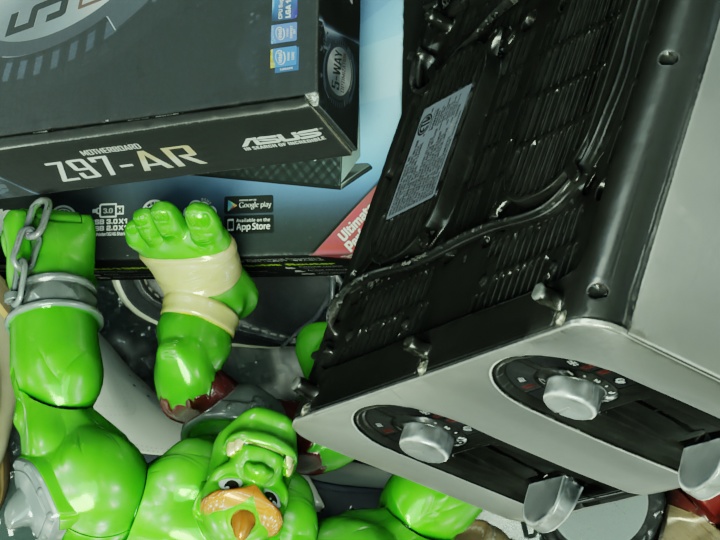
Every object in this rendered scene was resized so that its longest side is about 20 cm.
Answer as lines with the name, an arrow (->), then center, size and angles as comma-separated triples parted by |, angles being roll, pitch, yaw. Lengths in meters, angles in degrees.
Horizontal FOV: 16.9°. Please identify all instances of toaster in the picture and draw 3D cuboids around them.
toaster -> 0.084, -0.025, 0.761 | 0.118, 0.181, 0.201 | 29, 64, -22

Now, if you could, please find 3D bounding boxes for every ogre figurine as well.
ogre figurine -> -0.037, 0.058, 0.831 | 0.200, 0.098, 0.120 | 30, 57, -26

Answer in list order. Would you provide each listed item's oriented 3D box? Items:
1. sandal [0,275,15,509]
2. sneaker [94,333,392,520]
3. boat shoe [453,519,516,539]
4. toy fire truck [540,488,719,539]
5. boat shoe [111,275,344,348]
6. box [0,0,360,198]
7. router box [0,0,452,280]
sandal -> -0.167, 0.046, 0.897 | 0.080, 0.200, 0.054 | 30, 50, 16
sneaker -> -0.032, 0.080, 0.940 | 0.129, 0.079, 0.200 | -32, 93, 2
boat shoe -> -0.038, 0.125, 0.877 | 0.199, 0.072, 0.065 | -20, 105, 13
toy fire truck -> 0.179, 0.071, 0.847 | 0.200, 0.129, 0.176 | -44, 72, -6
boat shoe -> 0.000, 0.000, 0.942 | 0.199, 0.062, 0.075 | 6, 96, 3
box -> -0.080, -0.130, 0.849 | 0.160, 0.044, 0.201 | -6, 68, 18
router box -> -0.065, -0.074, 0.899 | 0.199, 0.062, 0.151 | -2, 82, 19
